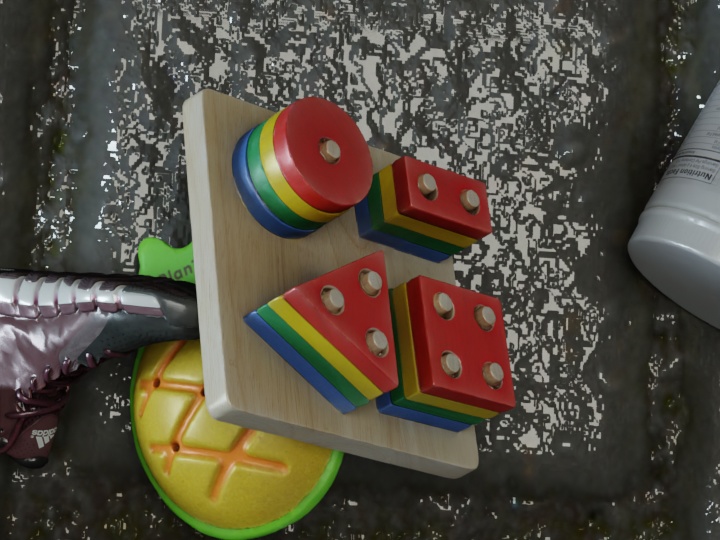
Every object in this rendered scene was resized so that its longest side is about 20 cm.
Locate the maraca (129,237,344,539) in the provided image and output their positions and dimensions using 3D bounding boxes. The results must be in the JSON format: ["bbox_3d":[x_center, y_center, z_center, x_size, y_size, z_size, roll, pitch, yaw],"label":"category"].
[{"bbox_3d":[-0.079,0.061,1.532,0.136,0.107,0.201,-23,70,10],"label":"maraca"}]

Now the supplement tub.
[{"bbox_3d":[0.267,-0.067,1.594,0.131,0.132,0.201,31,77,-3],"label":"supplement tub"}]

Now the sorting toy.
[{"bbox_3d":[0.000,0.000,1.495,0.198,0.069,0.201,17,56,-40],"label":"sorting toy"}]

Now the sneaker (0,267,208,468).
[{"bbox_3d":[-0.166,0.060,1.507,0.199,0.075,0.117,3,92,34],"label":"sneaker"}]
